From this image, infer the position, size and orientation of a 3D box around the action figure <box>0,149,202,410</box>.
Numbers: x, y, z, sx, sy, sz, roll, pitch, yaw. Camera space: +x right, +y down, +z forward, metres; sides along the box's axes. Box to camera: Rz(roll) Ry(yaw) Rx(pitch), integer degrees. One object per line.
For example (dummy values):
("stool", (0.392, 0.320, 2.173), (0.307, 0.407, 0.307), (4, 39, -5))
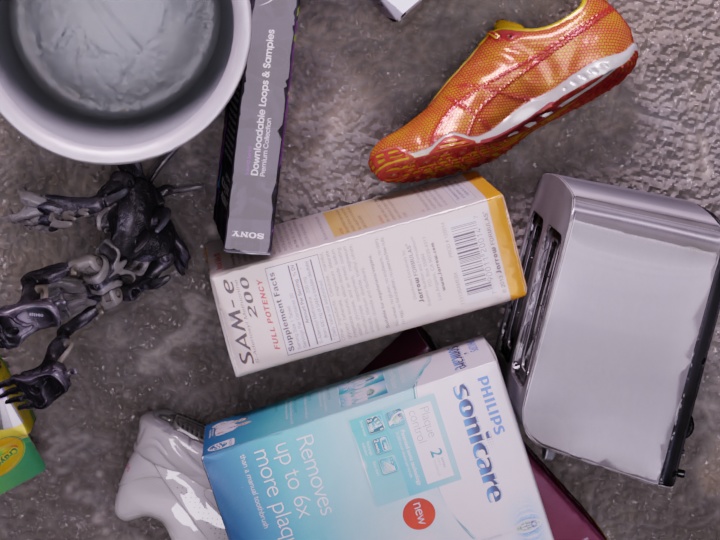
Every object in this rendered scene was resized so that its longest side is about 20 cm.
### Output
("action figure", (-0.186, -0.008, 1.459), (0.102, 0.200, 0.119), (1, 130, 30))

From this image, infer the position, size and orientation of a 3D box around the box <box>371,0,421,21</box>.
("box", (0.040, -0.294, 1.446), (0.200, 0.097, 0.177), (-41, 100, 2))

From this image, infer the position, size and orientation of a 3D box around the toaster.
("toaster", (0.168, 0.028, 1.463), (0.118, 0.181, 0.201), (13, 98, -6))

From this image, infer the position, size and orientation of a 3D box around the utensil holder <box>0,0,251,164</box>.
("utensil holder", (-0.156, -0.161, 1.396), (0.169, 0.200, 0.171), (-1, 99, -4))

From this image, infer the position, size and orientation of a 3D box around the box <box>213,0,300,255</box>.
("box", (-0.067, -0.118, 1.440), (0.036, 0.143, 0.201), (7, 99, -7))

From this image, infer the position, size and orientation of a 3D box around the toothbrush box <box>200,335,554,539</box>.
("toothbrush box", (0.013, 0.146, 1.429), (0.199, 0.085, 0.147), (-17, 101, 0))

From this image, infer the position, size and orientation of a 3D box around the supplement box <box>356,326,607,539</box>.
("supplement box", (0.067, 0.150, 1.520), (0.110, 0.086, 0.200), (-42, 100, 2))

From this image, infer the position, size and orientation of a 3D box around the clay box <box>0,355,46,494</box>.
("clay box", (-0.305, 0.070, 1.494), (0.115, 0.048, 0.200), (-27, 101, 3))

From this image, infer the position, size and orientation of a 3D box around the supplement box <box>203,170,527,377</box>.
("supplement box", (0.000, 0.000, 1.472), (0.199, 0.126, 0.074), (-15, 101, -2))

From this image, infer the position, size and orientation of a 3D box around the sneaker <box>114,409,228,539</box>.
("sneaker", (-0.079, 0.178, 1.526), (0.200, 0.078, 0.100), (28, 102, 0))

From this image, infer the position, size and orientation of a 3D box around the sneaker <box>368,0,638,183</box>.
("sneaker", (0.090, -0.122, 1.501), (0.200, 0.073, 0.077), (-29, 78, -4))
